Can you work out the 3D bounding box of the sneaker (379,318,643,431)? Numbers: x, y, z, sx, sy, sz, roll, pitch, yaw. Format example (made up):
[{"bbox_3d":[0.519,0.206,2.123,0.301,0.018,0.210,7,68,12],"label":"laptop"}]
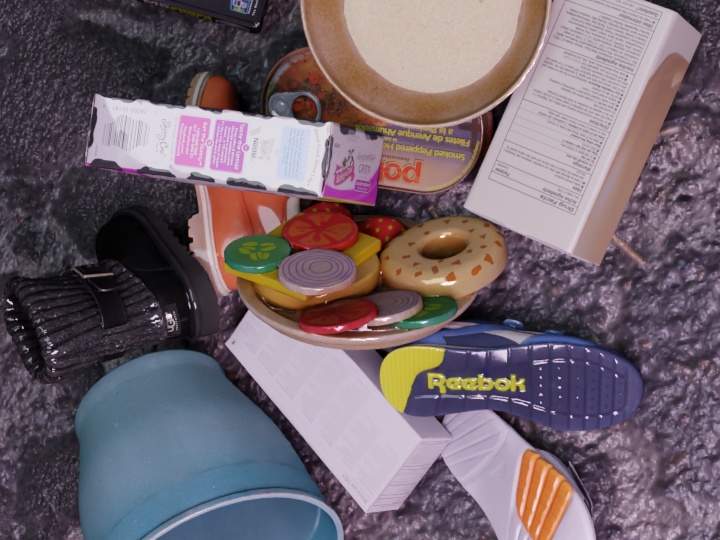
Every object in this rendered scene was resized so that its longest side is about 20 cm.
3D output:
[{"bbox_3d":[0.118,0.073,1.436,0.200,0.082,0.074,7,109,7],"label":"sneaker"}]

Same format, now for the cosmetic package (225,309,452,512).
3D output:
[{"bbox_3d":[-0.020,0.096,1.511,0.200,0.051,0.083,48,113,28],"label":"cosmetic package"}]

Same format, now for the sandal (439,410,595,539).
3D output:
[{"bbox_3d":[0.133,0.168,1.427,0.079,0.059,0.207,-58,41,19],"label":"sandal"}]

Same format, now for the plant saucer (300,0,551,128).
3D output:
[{"bbox_3d":[0.053,-0.211,1.444,0.200,0.035,0.200,3,99,17],"label":"plant saucer"}]

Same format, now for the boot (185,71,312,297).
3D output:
[{"bbox_3d":[-0.093,-0.080,1.585,0.107,0.075,0.200,-11,74,10],"label":"boot"}]

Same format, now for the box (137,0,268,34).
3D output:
[{"bbox_3d":[-0.138,-0.322,1.613,0.160,0.044,0.200,16,89,-3],"label":"box"}]

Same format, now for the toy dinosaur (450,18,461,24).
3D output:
[{"bbox_3d":[0.052,-0.240,1.542,0.181,0.200,0.105,41,134,53],"label":"toy dinosaur"}]

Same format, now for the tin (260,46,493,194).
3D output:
[{"bbox_3d":[0.014,-0.125,1.523,0.200,0.042,0.112,10,105,24],"label":"tin"}]

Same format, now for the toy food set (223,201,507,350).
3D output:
[{"bbox_3d":[0.000,0.000,1.456,0.200,0.198,0.049,20,126,31],"label":"toy food set"}]

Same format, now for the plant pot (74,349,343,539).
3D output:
[{"bbox_3d":[-0.140,0.174,1.503,0.200,0.200,0.188,-42,50,16],"label":"plant pot"}]

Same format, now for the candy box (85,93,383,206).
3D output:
[{"bbox_3d":[-0.097,-0.094,1.472,0.200,0.136,0.061,8,91,18],"label":"candy box"}]

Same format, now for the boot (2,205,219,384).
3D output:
[{"bbox_3d":[-0.224,0.015,1.546,0.211,0.158,0.080,35,137,59],"label":"boot"}]

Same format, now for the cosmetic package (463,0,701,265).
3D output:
[{"bbox_3d":[0.172,-0.116,1.441,0.105,0.071,0.200,27,95,28],"label":"cosmetic package"}]
